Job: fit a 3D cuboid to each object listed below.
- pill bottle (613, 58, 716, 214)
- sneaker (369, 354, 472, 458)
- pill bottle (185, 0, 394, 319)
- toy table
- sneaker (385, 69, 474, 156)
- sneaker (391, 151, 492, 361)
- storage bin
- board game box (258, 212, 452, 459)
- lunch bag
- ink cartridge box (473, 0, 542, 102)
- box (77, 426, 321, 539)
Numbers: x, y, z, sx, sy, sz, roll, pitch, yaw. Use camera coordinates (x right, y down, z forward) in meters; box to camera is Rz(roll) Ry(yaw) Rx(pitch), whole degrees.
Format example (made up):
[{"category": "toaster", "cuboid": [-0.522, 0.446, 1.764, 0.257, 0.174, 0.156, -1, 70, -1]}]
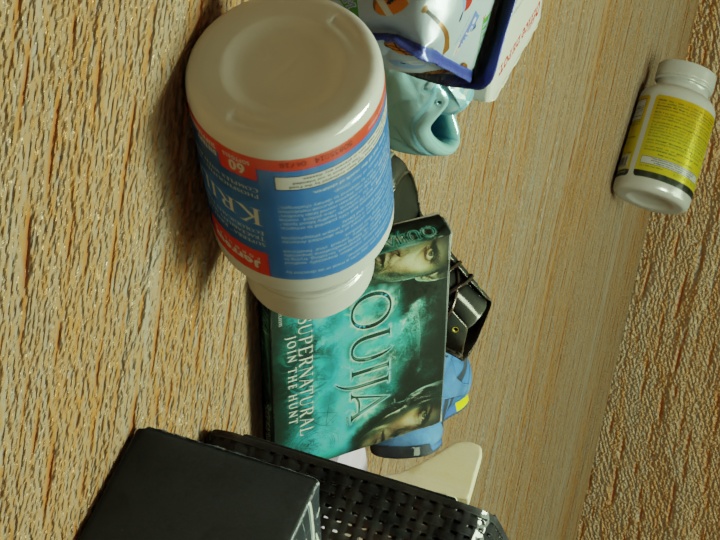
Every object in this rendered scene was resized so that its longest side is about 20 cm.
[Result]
[{"category": "pill bottle", "cuboid": [0.434, -0.189, 3.024, 0.112, 0.112, 0.201, 56, 51, -73]}, {"category": "sneaker", "cuboid": [0.051, 0.107, 1.915, 0.200, 0.066, 0.079, -45, 136, -65]}, {"category": "pill bottle", "cuboid": [-0.036, -0.057, 1.248, 0.200, 0.112, 0.113, 83, 26, -56]}, {"category": "toy table", "cuboid": [0.023, 0.216, 1.772, 0.200, 0.116, 0.185, 69, 35, -72]}, {"category": "sneaker", "cuboid": [0.044, -0.153, 1.535, 0.200, 0.082, 0.074, 81, 27, -60]}, {"category": "sneaker", "cuboid": [0.049, -0.012, 1.634, 0.075, 0.106, 0.200, -55, 160, -24]}, {"category": "storage bin", "cuboid": [-0.011, 0.185, 1.427, 0.135, 0.199, 0.094, 60, 48, -71]}, {"category": "board game box", "cuboid": [-0.004, 0.054, 1.499, 0.201, 0.135, 0.028, 90, -23, -47]}, {"category": "lunch bag", "cuboid": [0.046, -0.209, 1.377, 0.200, 0.123, 0.171, 11, 94, -73]}, {"category": "ink cartridge box", "cuboid": [0.090, -0.249, 1.607, 0.146, 0.084, 0.201, -58, 159, -50]}, {"category": "box", "cuboid": [-0.109, 0.238, 1.264, 0.197, 0.123, 0.200, 86, 23, -49]}]
